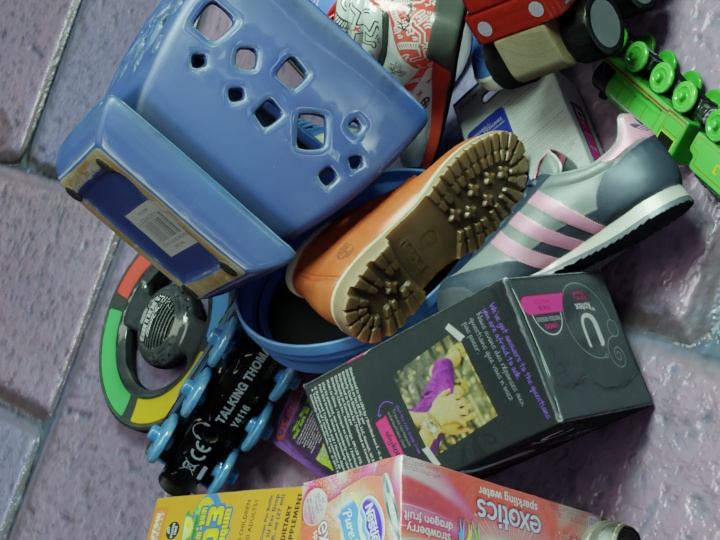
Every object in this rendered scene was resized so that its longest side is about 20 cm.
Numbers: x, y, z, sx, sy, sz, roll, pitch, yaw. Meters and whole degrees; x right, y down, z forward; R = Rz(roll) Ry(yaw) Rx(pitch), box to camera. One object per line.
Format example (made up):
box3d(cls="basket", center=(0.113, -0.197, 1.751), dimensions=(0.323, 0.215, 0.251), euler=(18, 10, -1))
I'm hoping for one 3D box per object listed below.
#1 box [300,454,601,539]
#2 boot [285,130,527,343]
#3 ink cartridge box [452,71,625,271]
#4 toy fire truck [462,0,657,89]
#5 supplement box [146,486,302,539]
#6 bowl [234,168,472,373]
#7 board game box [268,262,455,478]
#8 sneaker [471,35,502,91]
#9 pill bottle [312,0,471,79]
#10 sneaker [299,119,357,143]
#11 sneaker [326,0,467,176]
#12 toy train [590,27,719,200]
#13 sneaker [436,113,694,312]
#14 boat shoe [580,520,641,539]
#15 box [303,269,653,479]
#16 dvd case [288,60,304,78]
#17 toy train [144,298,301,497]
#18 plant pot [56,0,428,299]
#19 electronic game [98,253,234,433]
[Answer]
box3d(cls="box", center=(0.062, 0.197, 1.105), dimensions=(0.094, 0.200, 0.103), euler=(-21, 57, 41))
box3d(cls="boot", center=(0.032, -0.038, 1.247), dimensions=(0.200, 0.075, 0.107), euler=(-42, 32, -19))
box3d(cls="ink cartridge box", center=(0.135, -0.076, 1.277), dimensions=(0.095, 0.037, 0.201), euler=(-40, 49, 29))
box3d(cls="toy fire truck", center=(0.135, -0.258, 1.198), dimensions=(0.128, 0.200, 0.176), euler=(-15, 25, 44))
box3d(cls="supplement box", center=(-0.084, 0.216, 1.349), dimensions=(0.199, 0.069, 0.067), euler=(-13, 54, 41))
box3d(cls="bowl", center=(0.000, 0.000, 1.311), dimensions=(0.200, 0.039, 0.201), euler=(-17, 37, 14))
box3d(cls="board game box", center=(0.007, 0.071, 1.360), dimensions=(0.120, 0.032, 0.201), euler=(28, 94, 46))
box3d(cls="sneaker", center=(0.094, -0.240, 1.306), dimensions=(0.077, 0.111, 0.201), euler=(-19, 46, 48))
box3d(cls="pill bottle", center=(0.002, -0.227, 1.434), dimensions=(0.112, 0.112, 0.200), euler=(-54, 42, 16))
box3d(cls="sneaker", center=(-0.074, -0.126, 1.484), dimensions=(0.200, 0.076, 0.112), euler=(-19, 73, 50))
box3d(cls="sneaker", center=(0.018, -0.150, 1.316), dimensions=(0.202, 0.107, 0.067), euler=(97, -173, -60))
box3d(cls="toy train", center=(0.224, -0.109, 1.191), dimensions=(0.200, 0.042, 0.057), euler=(52, 123, 47))
box3d(cls="sneaker", center=(0.130, -0.036, 1.180), dimensions=(0.199, 0.070, 0.082), euler=(-28, 79, 24))
box3d(cls="boat shoe", center=(0.177, 0.256, 1.061), dimensions=(0.073, 0.074, 0.201), euler=(-13, 72, 34))
box3d(cls="box", center=(0.079, 0.086, 1.179), dimensions=(0.200, 0.122, 0.107), euler=(-29, 74, 37))
box3d(cls="dvd case", center=(-0.081, -0.232, 1.473), dimensions=(0.016, 0.200, 0.149), euler=(-37, 43, -3))
box3d(cls="toy train", center=(-0.107, 0.099, 1.418), dimensions=(0.200, 0.086, 0.114), euler=(-57, 8, 23))
box3d(cls="plant pot", center=(-0.102, -0.095, 1.256), dimensions=(0.180, 0.200, 0.200), euler=(-52, 12, -20))
box3d(cls="electronic game", center=(-0.177, 0.051, 1.564), dimensions=(0.200, 0.042, 0.201), euler=(-23, 57, 41))
